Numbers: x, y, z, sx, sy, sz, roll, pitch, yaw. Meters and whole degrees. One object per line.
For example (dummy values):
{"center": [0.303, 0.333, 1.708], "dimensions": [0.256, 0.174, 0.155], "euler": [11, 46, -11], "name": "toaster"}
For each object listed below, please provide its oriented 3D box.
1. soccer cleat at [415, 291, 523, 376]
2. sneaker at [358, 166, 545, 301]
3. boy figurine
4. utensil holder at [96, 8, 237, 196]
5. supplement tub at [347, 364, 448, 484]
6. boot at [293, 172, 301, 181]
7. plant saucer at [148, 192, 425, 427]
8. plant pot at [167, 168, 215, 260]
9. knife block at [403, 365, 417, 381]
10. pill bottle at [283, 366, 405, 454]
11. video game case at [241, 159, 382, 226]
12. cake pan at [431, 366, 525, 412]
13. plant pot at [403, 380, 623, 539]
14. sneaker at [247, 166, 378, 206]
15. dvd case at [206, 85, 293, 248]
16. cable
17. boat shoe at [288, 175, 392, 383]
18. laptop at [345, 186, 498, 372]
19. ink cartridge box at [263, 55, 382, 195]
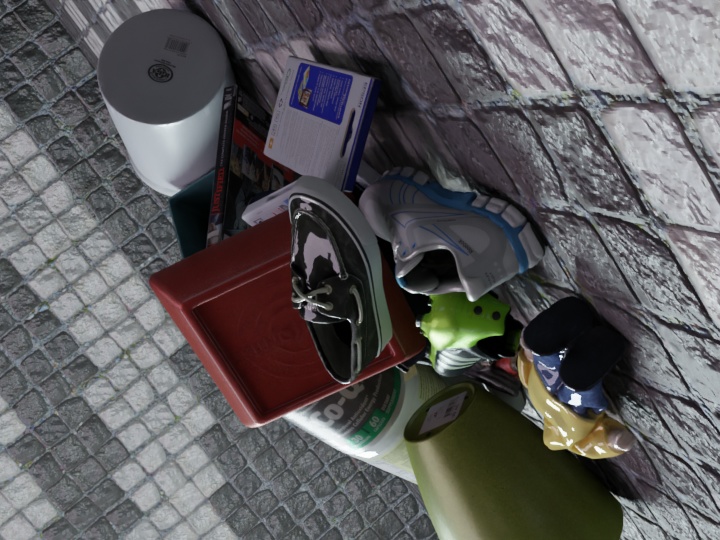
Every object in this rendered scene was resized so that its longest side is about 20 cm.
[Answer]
{"center": [0.098, 0.058, 0.916], "dimensions": [0.080, 0.068, 0.200], "euler": [14, 169, 13], "name": "soccer cleat"}
{"center": [0.047, -0.025, 0.844], "dimensions": [0.200, 0.087, 0.075], "euler": [19, 144, 54], "name": "sneaker"}
{"center": [0.178, 0.104, 0.866], "dimensions": [0.124, 0.064, 0.200], "euler": [46, 170, 31], "name": "boy figurine"}
{"center": [-0.231, -0.206, 1.335], "dimensions": [0.170, 0.170, 0.200], "euler": [49, 169, 15], "name": "utensil holder"}
{"center": [0.050, 0.180, 1.337], "dimensions": [0.199, 0.146, 0.145], "euler": [30, -175, -36], "name": "supplement tub"}
{"center": [-0.025, -0.057, 1.290], "dimensions": [0.201, 0.074, 0.097], "euler": [61, 146, 3], "name": "boot"}
{"center": [-0.060, 0.048, 0.967], "dimensions": [0.037, 0.199, 0.201], "euler": [-107, -9, -56], "name": "plant saucer"}
{"center": [-0.125, -0.039, 1.398], "dimensions": [0.200, 0.141, 0.142], "euler": [26, -139, -58], "name": "plant pot"}
{"center": [0.001, 0.016, 1.199], "dimensions": [0.200, 0.064, 0.176], "euler": [38, 126, 18], "name": "knife block"}
{"center": [-0.058, 0.098, 1.089], "dimensions": [0.200, 0.113, 0.113], "euler": [34, 180, -30], "name": "pill bottle"}
{"center": [-0.012, -0.039, 1.019], "dimensions": [0.143, 0.018, 0.200], "euler": [37, 152, -21], "name": "video game case"}
{"center": [0.117, 0.102, 1.218], "dimensions": [0.201, 0.037, 0.200], "euler": [50, 170, 12], "name": "cake pan"}
{"center": [0.138, 0.218, 1.095], "dimensions": [0.200, 0.187, 0.187], "euler": [54, 170, -13], "name": "plant pot"}
{"center": [-0.037, -0.065, 1.093], "dimensions": [0.199, 0.070, 0.109], "euler": [19, 152, 21], "name": "sneaker"}
{"center": [-0.120, -0.086, 1.193], "dimensions": [0.146, 0.022, 0.202], "euler": [34, -125, -61], "name": "dvd case"}
{"center": [0.105, 0.082, 1.099], "dimensions": [0.097, 0.050, 0.200], "euler": [43, 163, -20], "name": "cable"}
{"center": [-0.022, 0.014, 0.867], "dimensions": [0.070, 0.064, 0.201], "euler": [15, 141, 32], "name": "boat shoe"}
{"center": [0.000, 0.000, 1.047], "dimensions": [0.187, 0.116, 0.200], "euler": [36, 180, -20], "name": "laptop"}
{"center": [-0.029, -0.126, 0.905], "dimensions": [0.037, 0.095, 0.200], "euler": [11, -170, -24], "name": "ink cartridge box"}
